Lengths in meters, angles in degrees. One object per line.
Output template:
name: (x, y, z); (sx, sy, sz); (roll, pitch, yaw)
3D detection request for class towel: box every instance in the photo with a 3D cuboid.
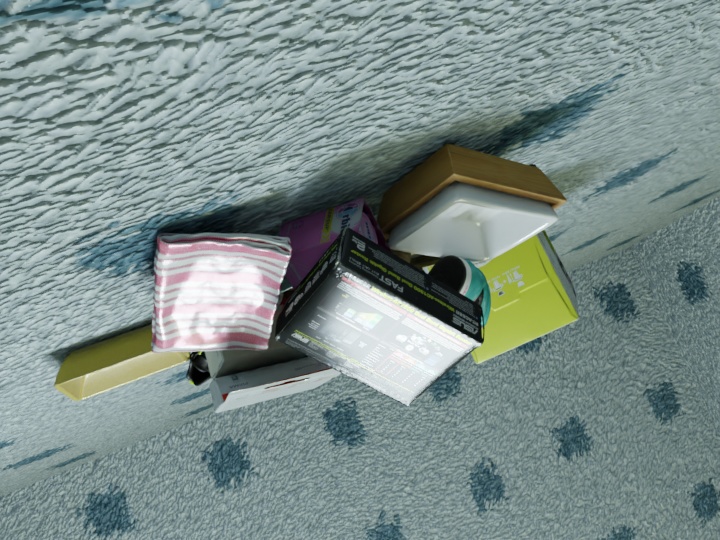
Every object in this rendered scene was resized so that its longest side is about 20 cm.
towel: (-0.162, 0.034, 0.791); (0.144, 0.030, 0.202); (1, 137, -19)

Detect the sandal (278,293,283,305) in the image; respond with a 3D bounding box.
sandal: (-0.182, 0.054, 1.039); (0.205, 0.060, 0.079); (-13, 166, -42)

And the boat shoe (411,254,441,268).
boat shoe: (0.059, -0.015, 1.144); (0.198, 0.063, 0.074); (-18, 148, -29)

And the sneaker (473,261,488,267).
sneaker: (0.131, -0.076, 1.038); (0.078, 0.080, 0.200); (-33, 141, 16)

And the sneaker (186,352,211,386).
sneaker: (-0.235, 0.132, 1.141); (0.201, 0.071, 0.083); (-54, -177, 45)

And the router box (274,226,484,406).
router box: (0.021, 0.059, 0.804); (0.198, 0.063, 0.150); (29, 130, -18)

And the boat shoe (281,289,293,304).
boat shoe: (-0.152, 0.063, 1.149); (0.197, 0.075, 0.069); (-18, 148, 22)

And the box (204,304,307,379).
box: (-0.124, 0.096, 1.018); (0.197, 0.069, 0.082); (-8, 156, -30)

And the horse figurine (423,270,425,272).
horse figurine: (0.040, 0.033, 1.247); (0.132, 0.050, 0.200); (-38, -179, -28)

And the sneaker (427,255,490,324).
sneaker: (0.110, 0.068, 0.971); (0.120, 0.084, 0.201); (10, 126, -47)

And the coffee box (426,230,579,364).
coffee box: (0.261, 0.015, 1.265); (0.198, 0.202, 0.198); (-27, -175, 19)

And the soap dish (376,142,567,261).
soap dish: (0.135, -0.081, 0.877); (0.197, 0.083, 0.157); (7, 153, -35)

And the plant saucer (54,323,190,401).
plant saucer: (-0.370, 0.138, 1.097); (0.197, 0.049, 0.200); (-19, 168, -18)

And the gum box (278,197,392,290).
gum box: (-0.009, 0.020, 0.862); (0.112, 0.067, 0.201); (-15, 128, 19)

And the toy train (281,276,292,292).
toy train: (-0.166, 0.025, 0.898); (0.197, 0.086, 0.114); (-25, 178, 12)

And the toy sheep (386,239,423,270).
toy sheep: (0.000, 0.000, 0.984); (0.136, 0.140, 0.199); (-14, 173, -38)

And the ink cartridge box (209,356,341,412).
ink cartridge box: (-0.118, 0.144, 0.950); (0.157, 0.048, 0.200); (-10, 165, -20)
